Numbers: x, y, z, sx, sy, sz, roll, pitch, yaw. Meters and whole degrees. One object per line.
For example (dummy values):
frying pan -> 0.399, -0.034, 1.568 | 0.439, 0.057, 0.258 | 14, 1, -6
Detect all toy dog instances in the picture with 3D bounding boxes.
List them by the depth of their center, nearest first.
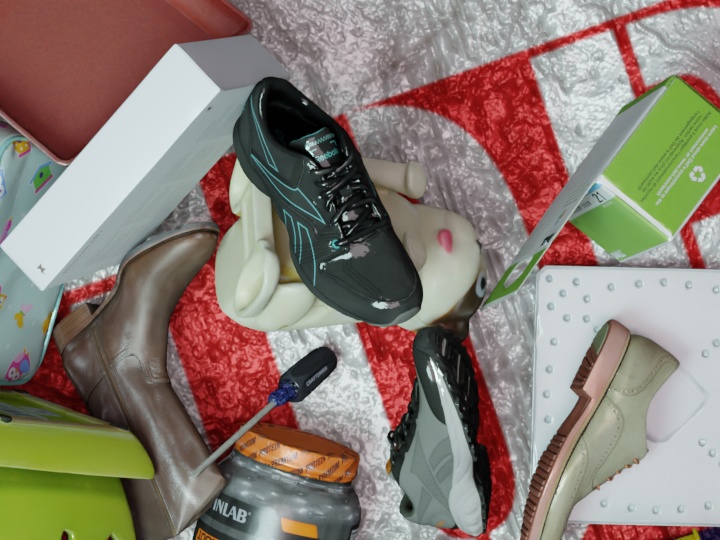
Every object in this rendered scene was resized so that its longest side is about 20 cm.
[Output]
toy dog -> 0.000, 0.000, 1.656 | 0.199, 0.194, 0.140 | 5, 51, -16

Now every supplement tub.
supplement tub -> -0.072, 0.224, 1.688 | 0.122, 0.123, 0.201 | 15, 94, -1

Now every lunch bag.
lunch bag -> -0.278, -0.011, 1.654 | 0.077, 0.160, 0.201 | 20, 95, 21

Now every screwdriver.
screwdriver -> -0.073, 0.104, 1.653 | 0.028, 0.200, 0.029 | 24, 120, 19

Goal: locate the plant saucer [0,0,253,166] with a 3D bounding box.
plant saucer -> -0.216, -0.177, 1.637 | 0.200, 0.037, 0.199 | 38, 59, 19

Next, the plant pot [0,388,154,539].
plant pot -> -0.278, 0.183, 1.614 | 0.199, 0.198, 0.183 | 15, 92, 42

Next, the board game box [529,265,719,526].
board game box -> 0.233, 0.098, 1.728 | 0.199, 0.026, 0.201 | 1, 94, -1

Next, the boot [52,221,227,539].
boot -> -0.136, 0.089, 1.649 | 0.186, 0.064, 0.201 | -41, 62, 32

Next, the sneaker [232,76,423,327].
sneaker -> -0.025, -0.048, 1.530 | 0.075, 0.079, 0.200 | -30, 71, -23

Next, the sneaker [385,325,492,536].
sneaker -> 0.054, 0.127, 1.671 | 0.079, 0.074, 0.201 | -1, 130, 9

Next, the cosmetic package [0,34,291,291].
cosmetic package -> -0.152, -0.080, 1.586 | 0.052, 0.151, 0.200 | 45, 108, 4

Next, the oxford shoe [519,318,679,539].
oxford shoe -> 0.180, 0.142, 1.684 | 0.073, 0.071, 0.201 | 24, 94, -5

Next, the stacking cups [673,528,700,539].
stacking cups -> 0.177, 0.259, 1.730 | 0.199, 0.061, 0.061 | -18, 94, 6

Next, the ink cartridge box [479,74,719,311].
ink cartridge box -> 0.184, -0.035, 1.638 | 0.076, 0.148, 0.200 | 37, 81, -3
